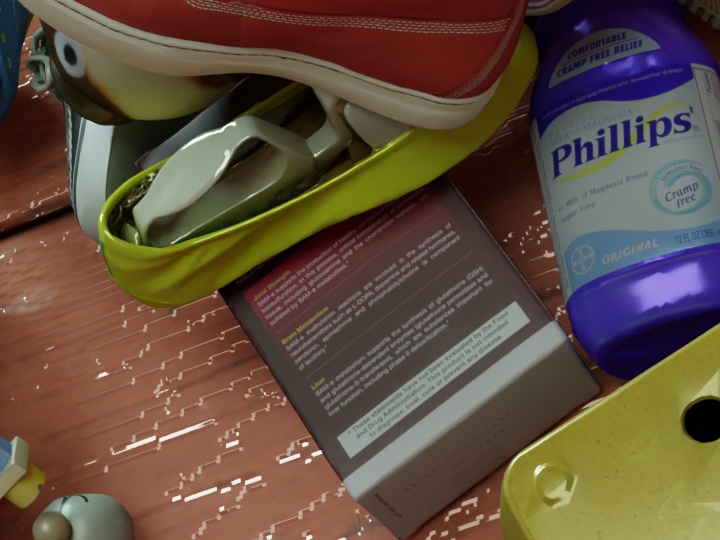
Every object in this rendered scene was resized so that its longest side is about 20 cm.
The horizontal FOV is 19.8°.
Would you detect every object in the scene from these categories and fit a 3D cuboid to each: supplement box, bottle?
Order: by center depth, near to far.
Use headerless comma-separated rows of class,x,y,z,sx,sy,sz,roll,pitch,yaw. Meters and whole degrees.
bottle,0.112,-0.059,0.845,0.083,0.065,0.201,-17,62,18
supplement box,0.000,0.000,0.873,0.109,0.061,0.200,-36,59,3

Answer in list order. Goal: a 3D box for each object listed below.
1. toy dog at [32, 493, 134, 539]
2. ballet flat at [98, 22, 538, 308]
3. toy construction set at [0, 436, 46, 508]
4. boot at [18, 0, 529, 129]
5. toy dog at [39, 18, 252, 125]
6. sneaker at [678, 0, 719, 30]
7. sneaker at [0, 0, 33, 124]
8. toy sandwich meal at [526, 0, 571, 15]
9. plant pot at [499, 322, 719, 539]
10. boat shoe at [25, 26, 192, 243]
toy dog,-0.129,0.186,0.828,0.131,0.096,0.201,-31,59,9
ballet flat,-0.020,-0.052,0.830,0.199,0.067,0.067,-31,58,5
toy construction set,-0.226,0.133,0.879,0.200,0.092,0.131,-42,20,-12
boot,-0.027,-0.131,0.740,0.198,0.145,0.073,12,56,-9
toy dog,-0.082,-0.157,0.893,0.139,0.194,0.201,-7,50,30
sneaker,0.128,-0.191,0.851,0.200,0.071,0.113,44,55,0
sneaker,-0.173,-0.139,0.951,0.075,0.201,0.105,1,32,-18
toy sandwich meal,0.036,-0.191,0.785,0.204,0.070,0.207,15,118,30
plant pot,0.157,0.110,0.686,0.199,0.176,0.201,-33,59,7
boat shoe,-0.120,-0.101,0.964,0.068,0.074,0.201,-3,66,18
